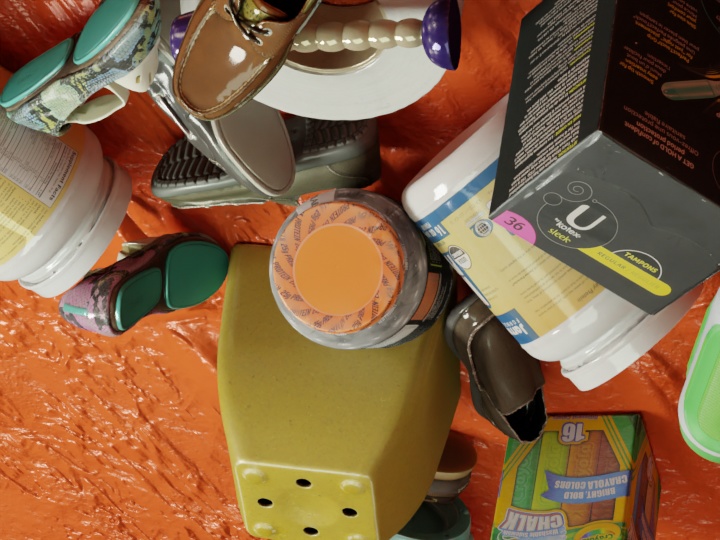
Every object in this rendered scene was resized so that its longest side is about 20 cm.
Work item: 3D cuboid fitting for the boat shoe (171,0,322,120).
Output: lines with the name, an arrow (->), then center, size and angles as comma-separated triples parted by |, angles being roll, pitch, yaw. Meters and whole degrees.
boat shoe -> -0.066, -0.180, 1.439 | 0.072, 0.068, 0.200 | 36, 109, 0

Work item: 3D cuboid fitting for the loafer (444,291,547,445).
loafer -> 0.128, 0.079, 1.839 | 0.073, 0.071, 0.200 | -38, 145, -9

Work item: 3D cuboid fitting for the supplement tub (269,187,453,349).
supplement tub -> 0.000, 0.000, 1.681 | 0.122, 0.123, 0.200 | 4, 178, 10

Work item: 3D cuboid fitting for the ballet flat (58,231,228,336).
ballet flat -> -0.182, 0.006, 1.786 | 0.071, 0.200, 0.069 | 11, 108, 22

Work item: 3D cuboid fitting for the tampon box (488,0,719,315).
tampon box -> 0.193, -0.102, 1.505 | 0.150, 0.200, 0.126 | 30, 139, -20

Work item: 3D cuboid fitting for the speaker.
speaker -> 0.317, 0.074, 1.785 | 0.088, 0.089, 0.200 | 11, 142, 2

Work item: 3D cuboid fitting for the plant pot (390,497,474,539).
plant pot -> 0.031, 0.272, 2.048 | 0.200, 0.200, 0.135 | 15, 115, -4

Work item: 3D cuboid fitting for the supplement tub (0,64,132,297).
supplement tub -> -0.294, -0.082, 1.712 | 0.200, 0.146, 0.145 | 36, 136, -28

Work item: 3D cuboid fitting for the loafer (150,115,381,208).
loafer -> -0.072, -0.075, 1.715 | 0.199, 0.075, 0.070 | -8, 134, 24

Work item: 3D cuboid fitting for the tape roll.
tape roll -> -0.026, -0.200, 1.550 | 0.202, 0.071, 0.203 | 8, 142, 6

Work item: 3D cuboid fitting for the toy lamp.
toy lamp -> -0.032, -0.161, 1.501 | 0.199, 0.058, 0.058 | 1, 141, 12

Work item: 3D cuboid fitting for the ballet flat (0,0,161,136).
ballet flat -> -0.187, -0.151, 1.593 | 0.074, 0.074, 0.200 | 34, 146, -25

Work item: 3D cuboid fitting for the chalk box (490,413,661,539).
chalk box -> 0.190, 0.243, 1.935 | 0.124, 0.200, 0.124 | -3, 140, 18

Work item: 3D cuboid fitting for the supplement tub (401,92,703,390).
supplement tub -> 0.143, -0.026, 1.612 | 0.200, 0.145, 0.145 | 49, 135, -4

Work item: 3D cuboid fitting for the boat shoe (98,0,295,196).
boat shoe -> -0.122, -0.137, 1.640 | 0.057, 0.067, 0.200 | -17, 114, 51

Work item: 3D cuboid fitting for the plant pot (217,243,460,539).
plant pot -> -0.025, 0.122, 1.847 | 0.195, 0.200, 0.195 | 5, 141, 9

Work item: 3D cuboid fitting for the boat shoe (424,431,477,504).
boat shoe -> 0.004, 0.171, 2.004 | 0.199, 0.071, 0.070 | 18, 138, -6
